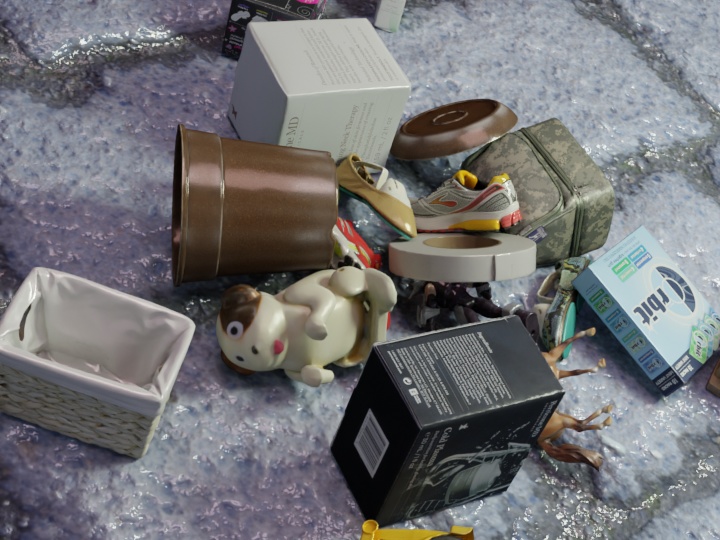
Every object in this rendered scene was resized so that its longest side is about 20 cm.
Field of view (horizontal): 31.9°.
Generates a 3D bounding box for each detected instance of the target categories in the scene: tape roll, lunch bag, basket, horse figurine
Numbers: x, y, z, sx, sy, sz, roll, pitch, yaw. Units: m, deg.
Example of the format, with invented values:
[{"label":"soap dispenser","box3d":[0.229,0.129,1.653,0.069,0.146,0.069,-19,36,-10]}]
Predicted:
[{"label":"tape roll","box3d":[0.135,-0.020,1.682,0.200,0.038,0.203,-1,10,0]},{"label":"lunch bag","box3d":[0.253,-0.105,1.832,0.166,0.140,0.201,-19,53,-14]},{"label":"basket","box3d":[-0.300,0.107,1.406,0.197,0.124,0.136,18,43,-1]},{"label":"horse figurine","box3d":[0.249,0.161,1.590,0.131,0.050,0.202,-18,55,20]}]

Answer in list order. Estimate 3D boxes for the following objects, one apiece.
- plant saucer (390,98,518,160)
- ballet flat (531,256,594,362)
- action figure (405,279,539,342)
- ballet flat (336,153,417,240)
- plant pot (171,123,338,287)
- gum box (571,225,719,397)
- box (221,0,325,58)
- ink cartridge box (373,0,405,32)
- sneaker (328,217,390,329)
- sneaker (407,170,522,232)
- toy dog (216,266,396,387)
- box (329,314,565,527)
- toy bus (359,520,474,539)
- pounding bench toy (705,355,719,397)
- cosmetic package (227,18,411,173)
[{"label":"plant saucer","box3d":[0.136,-0.216,1.883,0.197,0.032,0.201,-14,20,5]},{"label":"ballet flat","box3d":[0.271,0.053,1.733,0.074,0.075,0.201,26,41,6]},{"label":"action figure","box3d":[0.142,0.052,1.669,0.129,0.070,0.200,-26,42,-26]},{"label":"ballet flat","box3d":[0.024,-0.110,1.746,0.068,0.063,0.200,31,5,-44]},{"label":"plant pot","box3d":[-0.135,-0.077,1.587,0.195,0.202,0.202,2,45,-12]},{"label":"gum box","box3d":[0.405,0.052,1.744,0.201,0.045,0.169,50,43,8]},{"label":"box","box3d":[-0.130,-0.421,2.013,0.130,0.116,0.201,18,41,-1]},{"label":"ink cartridge box","box3d":[0.071,-0.533,2.138,0.049,0.201,0.162,15,43,-6]},{"label":"sneaker","box3d":[0.000,0.000,1.670,0.084,0.077,0.201,2,49,-41]},{"label":"sneaker","box3d":[0.134,-0.100,1.766,0.198,0.083,0.078,-1,14,33]},{"label":"toy dog","box3d":[-0.078,0.059,1.534,0.198,0.141,0.194,-11,38,-30]},{"label":"box","box3d":[0.095,0.171,1.435,0.194,0.201,0.125,-11,52,-29]},{"label":"toy bus","box3d":[0.023,0.358,1.283,0.189,0.137,0.201,8,45,7]},{"label":"pounding bench toy","box3d":[0.591,0.088,1.741,0.123,0.157,0.200,31,43,12]},{"label":"cosmetic package","box3d":[-0.064,-0.247,1.822,0.198,0.169,0.167,-9,50,-27]}]
